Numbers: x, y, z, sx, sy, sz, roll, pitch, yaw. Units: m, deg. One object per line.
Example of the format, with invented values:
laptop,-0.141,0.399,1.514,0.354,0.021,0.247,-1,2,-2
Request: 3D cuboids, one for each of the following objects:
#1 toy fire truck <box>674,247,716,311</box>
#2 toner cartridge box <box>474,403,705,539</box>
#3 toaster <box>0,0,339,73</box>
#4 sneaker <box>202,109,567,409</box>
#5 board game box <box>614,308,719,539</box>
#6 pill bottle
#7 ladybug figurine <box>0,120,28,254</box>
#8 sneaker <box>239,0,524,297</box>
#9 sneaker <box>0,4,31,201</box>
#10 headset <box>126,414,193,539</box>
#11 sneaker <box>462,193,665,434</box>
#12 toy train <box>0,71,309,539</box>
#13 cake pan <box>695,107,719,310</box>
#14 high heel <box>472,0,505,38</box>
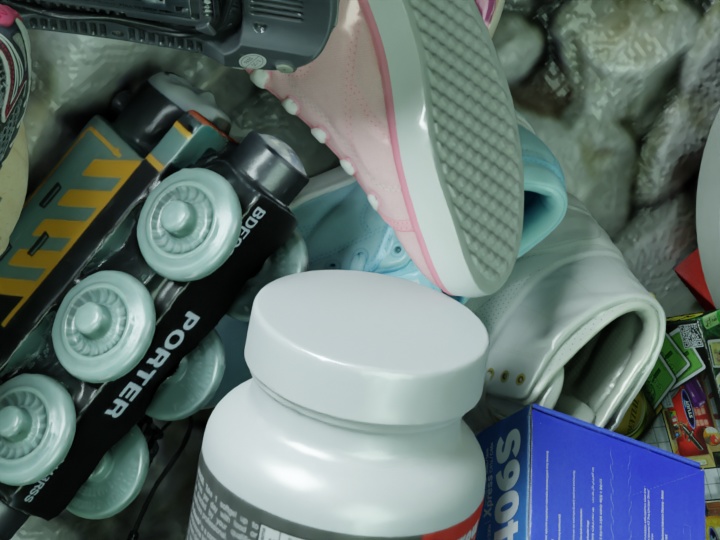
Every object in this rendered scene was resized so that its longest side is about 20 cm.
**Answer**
toy fire truck,0.188,0.094,1.284,0.141,0.049,0.200,-45,123,1
toner cartridge box,0.091,0.162,1.068,0.095,0.200,0.043,20,147,-27
toaster,-0.091,-0.158,0.975,0.200,0.129,0.114,8,158,4
sneaker,0.000,0.000,1.142,0.200,0.082,0.074,-36,121,-2
board game box,0.144,0.121,1.207,0.023,0.105,0.200,-21,97,-42
pill bottle,-0.013,0.110,1.072,0.116,0.116,0.200,1,115,-22
ladybug figurine,-0.214,-0.066,1.028,0.136,0.072,0.200,-44,122,3
sneaker,-0.006,-0.080,1.078,0.075,0.104,0.201,-33,107,-56
sneaker,-0.176,-0.012,0.981,0.081,0.075,0.200,20,110,-28
headset,-0.072,0.153,1.170,0.123,0.094,0.200,-14,102,-1
sneaker,0.041,0.057,1.167,0.200,0.116,0.074,-41,124,3
toy train,-0.109,0.012,1.085,0.200,0.114,0.085,-51,148,4
cake pan,0.230,-0.030,1.213,0.200,0.037,0.201,-4,98,-32
high heel,0.022,-0.153,1.099,0.096,0.067,0.200,16,121,-2
